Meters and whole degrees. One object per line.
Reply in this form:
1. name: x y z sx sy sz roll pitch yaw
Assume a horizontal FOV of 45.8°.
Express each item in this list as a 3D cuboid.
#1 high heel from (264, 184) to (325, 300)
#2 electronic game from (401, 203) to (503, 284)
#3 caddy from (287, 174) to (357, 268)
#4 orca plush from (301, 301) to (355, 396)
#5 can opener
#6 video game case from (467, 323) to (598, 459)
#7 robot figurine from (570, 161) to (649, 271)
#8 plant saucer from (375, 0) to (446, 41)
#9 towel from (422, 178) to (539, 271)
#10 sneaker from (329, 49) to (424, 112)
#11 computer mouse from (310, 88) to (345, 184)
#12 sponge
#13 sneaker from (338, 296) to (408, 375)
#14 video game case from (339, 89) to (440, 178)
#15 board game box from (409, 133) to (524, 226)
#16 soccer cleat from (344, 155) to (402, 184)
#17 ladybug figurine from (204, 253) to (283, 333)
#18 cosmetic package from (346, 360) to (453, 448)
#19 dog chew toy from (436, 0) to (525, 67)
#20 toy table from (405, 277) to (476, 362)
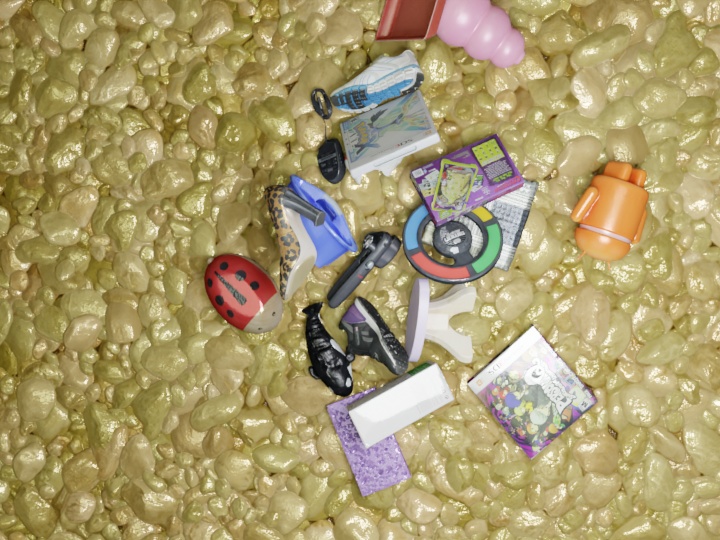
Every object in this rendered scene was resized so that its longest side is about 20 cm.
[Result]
1. high heel: -0.151 -0.057 1.637 0.142 0.071 0.203 32 113 26
2. electronic game: 0.178 -0.061 1.653 0.196 0.042 0.203 -1 58 2
3. caddy: -0.087 -0.101 1.708 0.105 0.141 0.201 -41 87 10
4. orca plush: -0.068 0.166 1.748 0.103 0.071 0.204 -9 91 7
5. can opener: 0.000 0.000 1.733 0.078 0.064 0.200 39 101 -16
6. video game case: 0.344 0.243 1.715 0.181 0.036 0.201 -41 87 8
7. robot figurine: 0.482 -0.107 1.647 0.115 0.143 0.203 20 95 28
8. plant saucer: 0.116 -0.541 1.664 0.036 0.199 0.203 15 94 -30
9. towel: 0.237 -0.118 1.725 0.197 0.035 0.196 19 97 4
10. sneaker: 0.029 -0.388 1.729 0.197 0.075 0.088 -17 63 11
11. computer mouse: -0.065 -0.277 1.758 0.058 0.034 0.204 -12 85 37
12. sponge: 0.017 0.353 1.764 0.110 0.030 0.203 -23 88 7
13. sneaker: 0.023 0.151 1.709 0.088 0.075 0.201 -47 47 14
14. video game case: 0.053 -0.271 1.669 0.180 0.201 0.022 -22 125 8
15. board game box: 0.209 -0.179 1.674 0.197 0.032 0.121 -24 67 -10
16. soccer cleat: 0.064 -0.239 1.726 0.197 0.069 0.087 -19 101 8
17. ladybug figurine: -0.249 0.047 1.768 0.199 0.072 0.136 40 96 5
18. cosmetic package: 0.076 0.265 1.697 0.198 0.108 0.086 -27 90 -6
19. dog chew toy: 0.237 -0.473 1.669 0.199 0.125 0.125 35 96 -3
20. toy table: 0.156 0.099 1.677 0.115 0.201 0.187 3 59 -3
